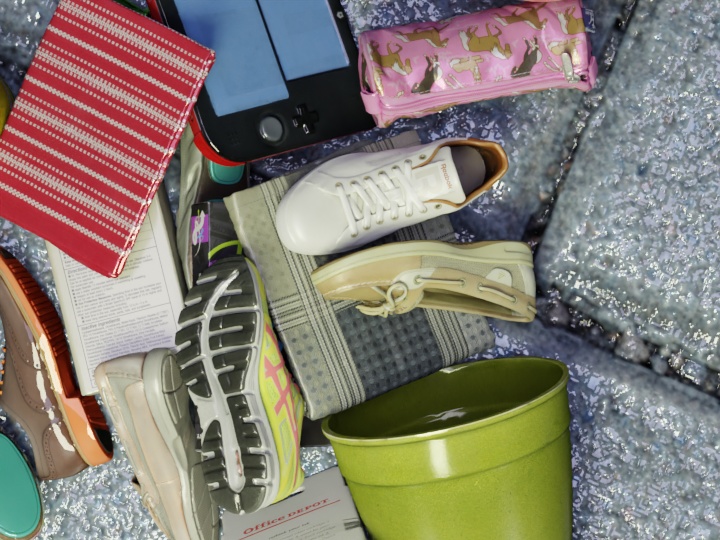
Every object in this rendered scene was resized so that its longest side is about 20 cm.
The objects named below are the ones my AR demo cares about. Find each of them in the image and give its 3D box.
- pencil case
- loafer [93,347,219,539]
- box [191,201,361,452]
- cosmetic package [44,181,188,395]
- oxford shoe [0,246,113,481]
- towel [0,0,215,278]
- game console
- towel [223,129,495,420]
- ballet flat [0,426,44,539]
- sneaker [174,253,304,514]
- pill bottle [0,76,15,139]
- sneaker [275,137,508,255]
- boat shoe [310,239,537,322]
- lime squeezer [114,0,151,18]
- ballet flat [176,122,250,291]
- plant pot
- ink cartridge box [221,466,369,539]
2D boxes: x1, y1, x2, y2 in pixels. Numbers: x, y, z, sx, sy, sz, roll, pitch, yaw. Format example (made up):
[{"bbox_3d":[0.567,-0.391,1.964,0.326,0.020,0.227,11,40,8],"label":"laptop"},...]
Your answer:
[{"bbox_3d":[0.094,-0.172,1.427,0.198,0.087,0.083,-10,94,-3],"label":"pencil case"},{"bbox_3d":[-0.163,0.150,1.406,0.062,0.072,0.201,-4,120,12],"label":"loafer"},{"bbox_3d":[-0.067,0.046,1.417,0.142,0.036,0.202,0,88,-31],"label":"box"},{"bbox_3d":[-0.200,-0.005,1.434,0.104,0.071,0.201,-13,87,1],"label":"cosmetic package"},{"bbox_3d":[-0.276,0.078,1.434,0.072,0.071,0.201,-24,87,5],"label":"oxford shoe"},{"bbox_3d":[-0.211,-0.110,1.377,0.144,0.022,0.201,27,97,14],"label":"towel"},{"bbox_3d":[-0.083,-0.194,1.424,0.176,0.031,0.201,-18,87,-30],"label":"game console"},{"bbox_3d":[0.000,0.000,1.416,0.192,0.034,0.201,-21,91,-27],"label":"towel"},{"bbox_3d":[-0.329,0.148,1.432,0.069,0.071,0.200,-31,78,-37],"label":"ballet flat"},{"bbox_3d":[-0.086,0.088,1.350,0.078,0.090,0.202,-11,80,31],"label":"sneaker"},{"bbox_3d":[-0.343,-0.128,1.378,0.112,0.200,0.114,0,87,1],"label":"pill bottle"},{"bbox_3d":[0.028,-0.069,1.376,0.199,0.085,0.073,-22,93,-26],"label":"sneaker"},{"bbox_3d":[0.055,0.014,1.383,0.200,0.073,0.064,-1,77,-34],"label":"boat shoe"},{"bbox_3d":[-0.144,-0.196,1.448,0.199,0.071,0.038,28,69,-20],"label":"lime squeezer"},{"bbox_3d":[-0.125,-0.065,1.445,0.067,0.063,0.202,6,87,-39],"label":"ballet flat"},{"bbox_3d":[0.087,0.191,1.374,0.199,0.200,0.194,-13,99,0],"label":"plant pot"},{"bbox_3d":[-0.044,0.242,1.376,0.115,0.200,0.067,-21,110,0],"label":"ink cartridge box"}]
